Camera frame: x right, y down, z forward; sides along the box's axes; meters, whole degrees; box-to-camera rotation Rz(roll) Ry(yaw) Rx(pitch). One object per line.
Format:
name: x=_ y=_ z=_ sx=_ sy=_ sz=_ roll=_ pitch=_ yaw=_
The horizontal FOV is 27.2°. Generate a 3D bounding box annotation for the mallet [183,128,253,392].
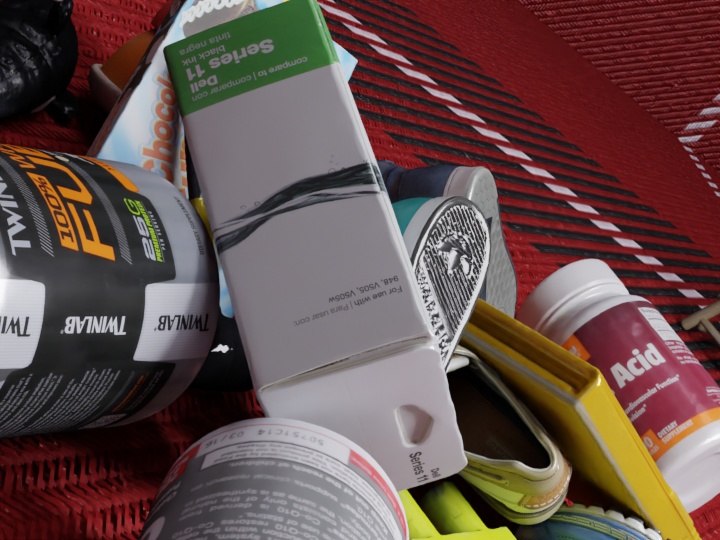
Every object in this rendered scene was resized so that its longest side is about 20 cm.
mallet: x=-0.082 y=-0.028 z=0.835 sx=0.066 sy=0.041 sz=0.202 roll=24 pitch=57 yaw=-43

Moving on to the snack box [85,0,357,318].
snack box: x=-0.089 y=-0.079 z=0.886 sx=0.116 sy=0.037 sz=0.201 roll=35 pitch=61 yaw=-21

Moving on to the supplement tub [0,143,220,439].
supplement tub: x=-0.156 y=0.008 z=0.606 sx=0.123 sy=0.123 sz=0.200 roll=50 pitch=19 yaw=19

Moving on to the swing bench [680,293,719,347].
swing bench: x=0.531 y=0.061 z=1.785 sx=0.198 sy=0.200 sz=0.130 roll=23 pitch=27 yaw=-47

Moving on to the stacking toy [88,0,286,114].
stacking toy: x=-0.073 y=-0.161 z=0.989 sx=0.146 sy=0.201 sz=0.146 roll=35 pitch=7 yaw=-5

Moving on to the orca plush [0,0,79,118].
orca plush: x=-0.211 y=-0.148 z=0.910 sx=0.105 sy=0.071 sz=0.200 roll=44 pitch=19 yaw=3

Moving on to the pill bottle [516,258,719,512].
pill bottle: x=0.218 y=0.093 z=1.207 sx=0.114 sy=0.114 sz=0.201 roll=19 pitch=30 yaw=-51

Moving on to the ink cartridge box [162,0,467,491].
ink cartridge box: x=-0.021 y=-0.004 z=0.717 sx=0.147 sy=0.082 sz=0.201 roll=73 pitch=-1 yaw=-57

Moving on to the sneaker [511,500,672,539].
sneaker: x=0.173 y=0.213 z=0.901 sx=0.199 sy=0.089 sz=0.079 roll=28 pitch=-22 yaw=24

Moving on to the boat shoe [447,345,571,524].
boat shoe: x=0.045 y=0.070 z=0.902 sx=0.199 sy=0.075 sz=0.069 roll=34 pitch=-19 yaw=18

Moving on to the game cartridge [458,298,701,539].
game cartridge: x=0.128 y=0.101 z=0.954 sx=0.176 sy=0.032 sz=0.200 roll=33 pitch=-15 yaw=50

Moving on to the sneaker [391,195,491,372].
sneaker: x=-0.017 y=0.043 z=0.838 sx=0.120 sy=0.201 sz=0.084 roll=4 pitch=-33 yaw=50

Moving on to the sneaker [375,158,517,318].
sneaker: x=0.034 y=-0.001 z=1.090 sx=0.077 sy=0.145 sz=0.203 roll=-60 pitch=148 yaw=-41

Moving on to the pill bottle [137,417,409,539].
pill bottle: x=-0.042 y=0.148 z=0.553 sx=0.114 sy=0.114 sz=0.200 roll=40 pitch=19 yaw=-10

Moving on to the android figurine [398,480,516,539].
android figurine: x=0.084 y=0.201 z=0.817 sx=0.200 sy=0.041 sz=0.182 roll=51 pitch=20 yaw=27
